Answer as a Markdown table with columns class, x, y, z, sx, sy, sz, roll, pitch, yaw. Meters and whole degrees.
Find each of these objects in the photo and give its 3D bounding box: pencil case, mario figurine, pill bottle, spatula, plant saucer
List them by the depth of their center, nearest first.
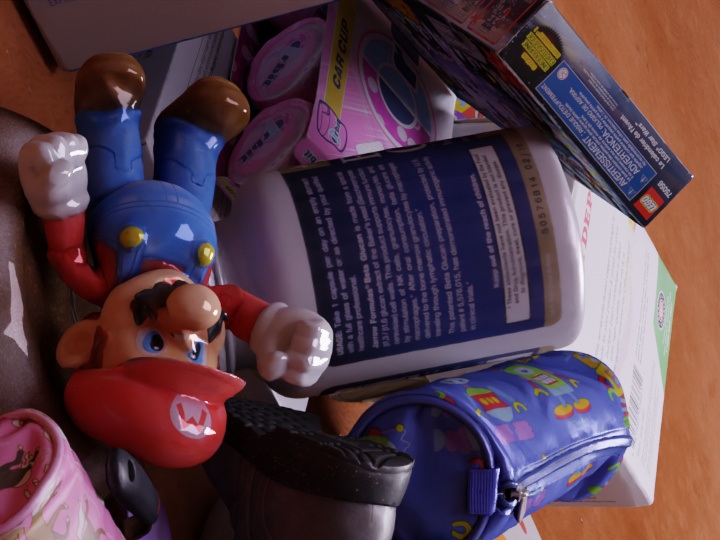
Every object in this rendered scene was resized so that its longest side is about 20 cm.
| class | x | y | z | sx | sy | sz | roll | pitch | yaw |
| --- | --- | --- | --- | --- | --- | --- | --- | --- | --- |
| pencil case | -0.122 | 0.151 | 1.264 | 0.200 | 0.083 | 0.087 | 64 | -7 | -34 |
| mario figurine | -0.080 | -0.008 | 1.317 | 0.106 | 0.123 | 0.201 | 71 | 12 | -57 |
| spatula | -0.098 | 0.108 | 1.325 | 0.200 | 0.020 | 0.057 | 92 | -6 | -73 |
| plant saucer | -0.137 | 0.019 | 1.368 | 0.200 | 0.036 | 0.201 | -12 | 90 | -70 |
| pencil case | 0.067 | 0.086 | 1.434 | 0.200 | 0.087 | 0.078 | -12 | 116 | -65 |
| pill bottle | 0.000 | 0.000 | 1.448 | 0.111 | 0.199 | 0.112 | 170 | -90 | -81 |

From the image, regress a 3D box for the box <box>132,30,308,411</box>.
| class | x | y | z | sx | sy | sz | roll | pitch | yaw |
| --- | --- | --- | --- | --- | --- | --- | --- | --- | --- |
| box | -0.073 | -0.031 | 1.564 | 0.156 | 0.041 | 0.201 | -76 | 149 | -51 |

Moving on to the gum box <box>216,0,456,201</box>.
| class | x | y | z | sx | sy | sz | roll | pitch | yaw |
| --- | --- | --- | --- | --- | --- | --- | --- | --- | --- |
| gum box | -0.011 | -0.081 | 1.576 | 0.114 | 0.066 | 0.201 | 48 | 33 | -32 |

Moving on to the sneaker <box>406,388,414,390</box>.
| class | x | y | z | sx | sy | sz | roll | pitch | yaw |
| --- | --- | --- | --- | --- | --- | --- | --- | --- | --- |
| sneaker | 0.027 | 0.170 | 1.667 | 0.079 | 0.075 | 0.201 | 119 | -18 | -72 |

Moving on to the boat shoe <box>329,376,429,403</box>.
| class | x | y | z | sx | sy | sz | roll | pitch | yaw |
| --- | --- | --- | --- | --- | --- | --- | --- | --- | --- |
| boat shoe | 0.019 | 0.039 | 1.721 | 0.199 | 0.074 | 0.066 | 6 | 70 | -71 |

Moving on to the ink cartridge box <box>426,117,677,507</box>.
| class | x | y | z | sx | sy | sz | roll | pitch | yaw |
| --- | --- | --- | --- | --- | --- | --- | --- | --- | --- |
| ink cartridge box | 0.105 | 0.025 | 1.653 | 0.200 | 0.087 | 0.146 | 56 | 38 | -56 |

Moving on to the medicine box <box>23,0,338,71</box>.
| class | x | y | z | sx | sy | sz | roll | pitch | yaw |
| --- | --- | --- | --- | --- | --- | --- | --- | --- | --- |
| medicine box | -0.068 | -0.209 | 1.474 | 0.200 | 0.181 | 0.103 | -76 | 147 | -51 |

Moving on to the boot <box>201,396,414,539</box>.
| class | x | y | z | sx | sy | sz | roll | pitch | yaw |
| --- | --- | --- | --- | --- | --- | --- | --- | --- | --- |
| boot | -0.050 | 0.130 | 1.359 | 0.200 | 0.069 | 0.132 | -161 | -98 | -66 |

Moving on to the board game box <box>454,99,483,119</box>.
| class | x | y | z | sx | sy | sz | roll | pitch | yaw |
| --- | --- | --- | --- | --- | --- | --- | --- | --- | --- |
| board game box | 0.098 | -0.009 | 1.881 | 0.103 | 0.104 | 0.201 | 90 | -7 | -74 |

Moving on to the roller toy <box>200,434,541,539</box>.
| class | x | y | z | sx | sy | sz | roll | pitch | yaw |
| --- | --- | --- | --- | --- | --- | --- | --- | --- | --- |
| roller toy | 0.009 | 0.177 | 1.514 | 0.200 | 0.139 | 0.183 | 36 | 40 | -48 |

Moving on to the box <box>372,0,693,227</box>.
| class | x | y | z | sx | sy | sz | roll | pitch | yaw |
| --- | --- | --- | --- | --- | --- | --- | --- | --- | --- |
| box | 0.070 | -0.109 | 1.506 | 0.137 | 0.040 | 0.200 | 47 | -4 | -34 |
